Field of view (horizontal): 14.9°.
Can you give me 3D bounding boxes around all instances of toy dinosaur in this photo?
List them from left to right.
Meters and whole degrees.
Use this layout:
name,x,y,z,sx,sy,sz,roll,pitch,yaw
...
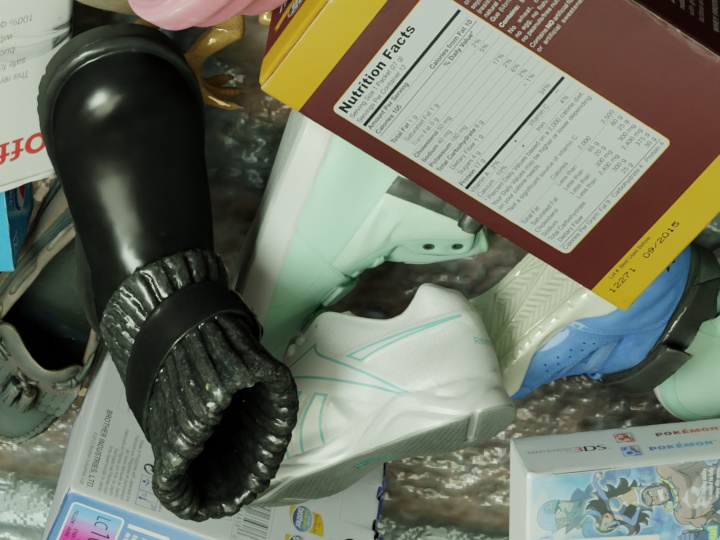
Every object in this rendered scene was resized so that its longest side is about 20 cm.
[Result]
name,x,y,z,sx,sy,sz,roll,pitch,yaw
toy dinosaur,-0.087,-0.134,1.337,0.200,0.060,0.106,-8,134,-23

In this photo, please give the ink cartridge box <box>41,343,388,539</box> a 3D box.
name,x,y,z,sx,sy,sz,roll,pitch,yaw
ink cartridge box,-0.063,0.131,1.483,0.200,0.136,0.076,19,128,-7

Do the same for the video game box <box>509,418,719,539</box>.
name,x,y,z,sx,sy,sz,roll,pitch,yaw
video game box,0.169,0.173,1.440,0.182,0.047,0.200,-6,117,-11

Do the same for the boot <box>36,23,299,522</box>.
name,x,y,z,sx,sy,sz,roll,pitch,yaw
boot,-0.089,0.002,1.311,0.079,0.158,0.211,-17,135,-10

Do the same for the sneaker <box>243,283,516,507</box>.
name,x,y,z,sx,sy,sz,roll,pitch,yaw
sneaker,-0.017,0.068,1.380,0.200,0.080,0.070,-21,163,23

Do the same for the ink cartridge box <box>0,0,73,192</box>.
name,x,y,z,sx,sy,sz,roll,pitch,yaw
ink cartridge box,-0.217,-0.130,1.304,0.147,0.083,0.200,-20,134,-32

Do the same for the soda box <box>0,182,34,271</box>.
name,x,y,z,sx,sy,sz,roll,pitch,yaw
soda box,-0.275,-0.046,1.424,0.200,0.064,0.068,2,126,5

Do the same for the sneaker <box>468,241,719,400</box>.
name,x,y,z,sx,sy,sz,roll,pitch,yaw
sneaker,0.097,0.042,1.418,0.200,0.077,0.111,-40,138,23

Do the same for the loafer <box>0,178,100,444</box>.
name,x,y,z,sx,sy,sz,roll,pitch,yaw
loafer,-0.167,0.024,1.462,0.072,0.063,0.200,21,125,-9

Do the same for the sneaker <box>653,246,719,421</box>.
name,x,y,z,sx,sy,sz,roll,pitch,yaw
sneaker,0.216,0.032,1.395,0.074,0.118,0.200,30,124,-17

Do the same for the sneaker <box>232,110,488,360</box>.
name,x,y,z,sx,sy,sz,roll,pitch,yaw
sneaker,0.000,0.000,1.414,0.118,0.074,0.200,16,127,-10

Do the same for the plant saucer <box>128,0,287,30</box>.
name,x,y,z,sx,sy,sz,roll,pitch,yaw
plant saucer,-0.033,-0.191,1.215,0.051,0.201,0.201,26,124,-23

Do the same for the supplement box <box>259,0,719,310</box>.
name,x,y,z,sx,sy,sz,roll,pitch,yaw
supplement box,0.080,-0.128,1.246,0.200,0.197,0.133,31,123,-16
